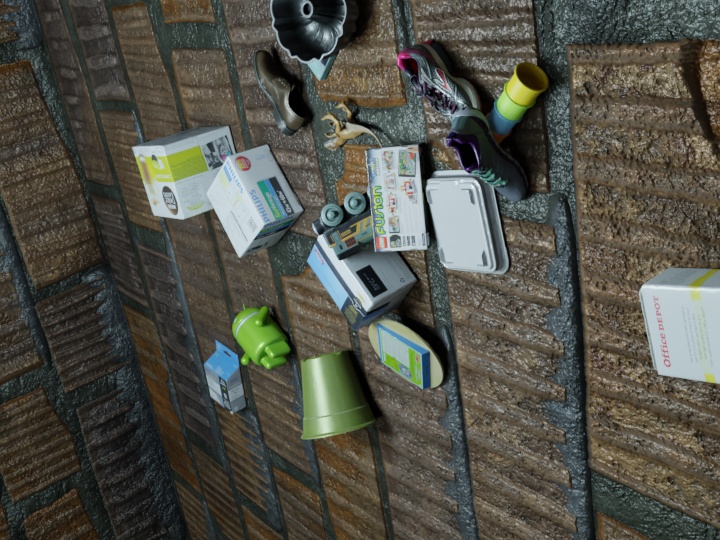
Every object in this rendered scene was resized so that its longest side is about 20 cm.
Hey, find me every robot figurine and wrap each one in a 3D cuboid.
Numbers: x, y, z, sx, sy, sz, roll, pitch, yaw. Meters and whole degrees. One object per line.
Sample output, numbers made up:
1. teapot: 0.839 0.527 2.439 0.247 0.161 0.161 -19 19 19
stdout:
1. robot figurine: -0.283 0.186 2.306 0.200 0.115 0.177 46 133 29

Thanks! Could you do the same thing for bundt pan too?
1. bundt pan: -0.080 -0.508 1.590 0.200 0.075 0.204 13 111 38

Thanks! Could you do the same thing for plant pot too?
1. plant pot: -0.070 0.303 2.046 0.199 0.198 0.192 -17 83 57

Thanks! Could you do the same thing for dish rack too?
1. dish rack: 0.190 -0.086 1.536 0.171 0.043 0.202 7 115 54

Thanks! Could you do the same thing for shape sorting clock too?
1. shape sorting clock: 0.101 0.182 1.800 0.199 0.039 0.201 35 150 23

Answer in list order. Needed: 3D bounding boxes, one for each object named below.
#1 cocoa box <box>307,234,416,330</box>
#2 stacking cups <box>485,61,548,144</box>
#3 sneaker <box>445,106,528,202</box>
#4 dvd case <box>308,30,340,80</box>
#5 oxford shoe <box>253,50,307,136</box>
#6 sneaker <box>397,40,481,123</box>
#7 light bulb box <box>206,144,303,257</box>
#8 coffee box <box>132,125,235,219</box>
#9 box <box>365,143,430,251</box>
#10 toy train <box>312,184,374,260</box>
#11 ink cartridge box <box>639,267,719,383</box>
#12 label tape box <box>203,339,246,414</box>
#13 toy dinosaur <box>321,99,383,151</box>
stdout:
1. cocoa box: 0.000 0.000 1.772 0.201 0.133 0.132 55 148 16
2. stacking cups: 0.234 -0.251 1.349 0.061 0.060 0.200 55 146 16
3. sneaker: 0.203 -0.171 1.360 0.074 0.088 0.200 -12 129 47
4. dvd case: -0.110 -0.518 1.703 0.201 0.022 0.146 58 146 14
5. oxford shoe: -0.172 -0.411 1.829 0.084 0.072 0.202 -29 89 41
6. sneaker: 0.137 -0.311 1.429 0.201 0.074 0.081 55 146 21
7. light bulb box: -0.268 -0.172 2.051 0.200 0.124 0.200 61 146 8
8. coffee box: -0.455 -0.263 2.189 0.199 0.199 0.200 10 119 52
9. box: 0.073 -0.140 1.591 0.109 0.035 0.203 -2 101 18
10. toy train: 0.004 -0.105 1.666 0.115 0.198 0.085 63 180 -2
11. ink cartridge box: 0.510 0.077 1.149 0.199 0.083 0.147 4 113 54
12. label tape box: -0.451 0.351 2.696 0.144 0.063 0.202 24 129 45
13. toy dinosaur: -0.018 -0.296 1.700 0.106 0.061 0.199 50 158 -21
